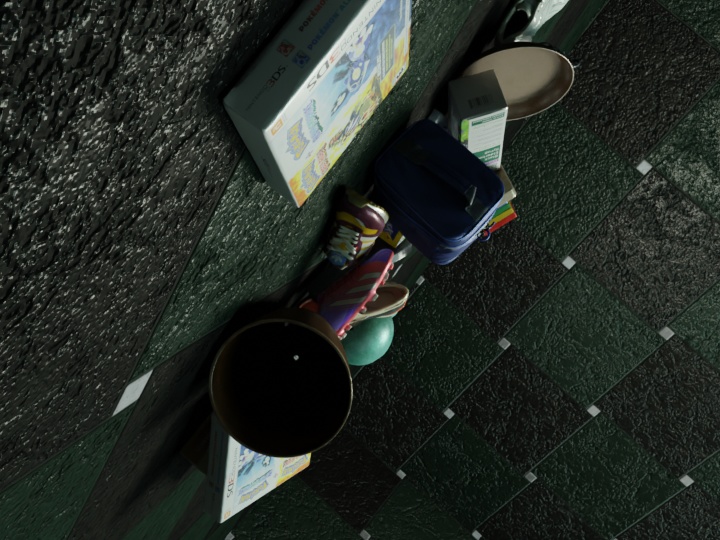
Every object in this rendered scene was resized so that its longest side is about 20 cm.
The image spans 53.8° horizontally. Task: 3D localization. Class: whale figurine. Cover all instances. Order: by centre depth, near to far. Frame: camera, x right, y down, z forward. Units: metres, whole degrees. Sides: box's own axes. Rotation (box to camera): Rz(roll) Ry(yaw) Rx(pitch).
[{"bbox_3d":[0.011,0.120,1.327,0.158,0.104,0.200,-34,169,7],"label":"whale figurine"}]

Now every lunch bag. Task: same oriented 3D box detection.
[{"bbox_3d":[0.115,-0.112,1.052,0.136,0.200,0.132,-46,168,-12],"label":"lunch bag"}]

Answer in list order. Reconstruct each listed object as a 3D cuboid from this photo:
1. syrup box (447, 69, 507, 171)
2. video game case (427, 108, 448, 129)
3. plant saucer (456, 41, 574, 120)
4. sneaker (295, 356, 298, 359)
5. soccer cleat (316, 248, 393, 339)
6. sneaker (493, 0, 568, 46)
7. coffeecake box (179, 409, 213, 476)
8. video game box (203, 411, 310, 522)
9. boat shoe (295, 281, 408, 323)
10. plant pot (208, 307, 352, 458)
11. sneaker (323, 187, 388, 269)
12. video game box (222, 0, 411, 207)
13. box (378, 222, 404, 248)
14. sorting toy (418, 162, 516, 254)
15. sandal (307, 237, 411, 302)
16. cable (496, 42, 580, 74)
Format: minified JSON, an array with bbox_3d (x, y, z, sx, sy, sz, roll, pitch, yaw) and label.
[{"bbox_3d":[0.194,-0.239,1.199,0.078,0.082,0.200,-15,157,1],"label":"syrup box"},{"bbox_3d":[0.087,-0.184,1.237,0.201,0.018,0.143,-56,172,12],"label":"video game case"},{"bbox_3d":[0.250,-0.316,1.178,0.201,0.197,0.033,108,-19,-66],"label":"plant saucer"},{"bbox_3d":[-0.090,0.174,1.238,0.145,0.081,0.201,-22,146,-18],"label":"sneaker"},{"bbox_3d":[-0.022,0.037,1.084,0.201,0.076,0.067,-54,-178,29],"label":"soccer cleat"},{"bbox_3d":[0.295,-0.444,1.179,0.201,0.070,0.080,-55,169,12],"label":"sneaker"},{"bbox_3d":[-0.216,0.277,1.199,0.154,0.073,0.200,-51,172,-19],"label":"coffeecake box"},{"bbox_3d":[-0.148,0.263,1.094,0.199,0.047,0.184,-21,132,-48],"label":"video game box"},{"bbox_3d":[-0.016,0.057,1.185,0.197,0.072,0.063,-8,165,-16],"label":"boat shoe"},{"bbox_3d":[-0.097,0.126,0.994,0.188,0.186,0.200,-56,-174,14],"label":"plant pot"},{"bbox_3d":[-0.012,-0.049,1.022,0.091,0.074,0.200,-57,171,-8],"label":"sneaker"},{"bbox_3d":[-0.025,-0.160,0.596,0.183,0.047,0.200,-51,172,-6],"label":"video game box"},{"bbox_3d":[0.092,-0.123,1.233,0.200,0.064,0.070,-46,169,-48],"label":"box"},{"bbox_3d":[0.192,-0.126,1.339,0.199,0.070,0.200,-33,-148,16],"label":"sorting toy"},{"bbox_3d":[-0.001,0.000,1.188,0.199,0.076,0.043,-30,125,-20],"label":"sandal"},{"bbox_3d":[0.274,-0.336,1.249,0.161,0.052,0.199,-1,172,-27],"label":"cable"}]
